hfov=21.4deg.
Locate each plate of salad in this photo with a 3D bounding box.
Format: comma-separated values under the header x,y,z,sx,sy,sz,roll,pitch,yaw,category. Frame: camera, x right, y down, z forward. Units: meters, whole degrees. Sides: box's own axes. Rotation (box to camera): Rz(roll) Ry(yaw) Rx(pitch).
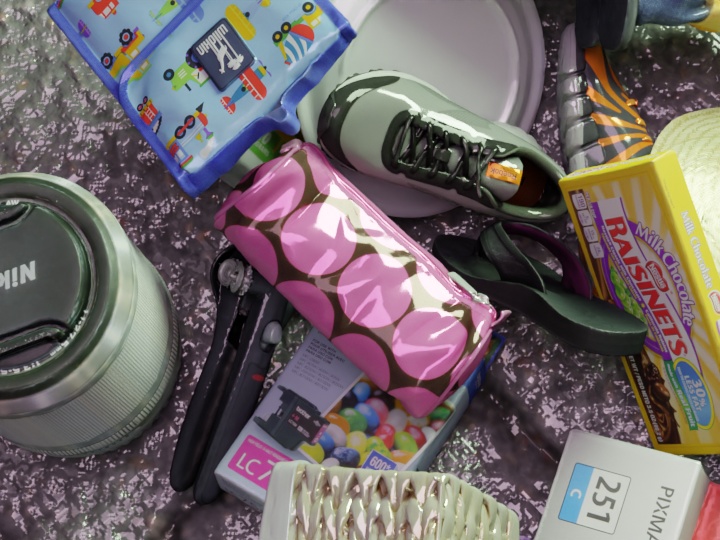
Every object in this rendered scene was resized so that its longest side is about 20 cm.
x,y,z,sx,sy,sz,roll,pitch,yaw,category
0.040,-0.138,1.334,0.200,0.200,0.048,-47,29,-8,plate of salad

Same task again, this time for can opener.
x,y,z,sx,sy,sz,roll,pitch,yaw,category
-0.083,0.065,1.325,0.063,0.078,0.202,12,82,51,can opener

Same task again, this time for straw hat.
x,y,z,sx,sy,sz,roll,pitch,yaw,category
0.294,-0.051,1.256,0.199,0.085,0.203,11,56,-16,straw hat

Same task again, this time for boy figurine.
x,y,z,sx,sy,sz,roll,pitch,yaw,category
0.246,-0.181,1.328,0.198,0.124,0.065,0,99,-27,boy figurine

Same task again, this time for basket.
x,y,z,sx,sy,sz,roll,pitch,yaw,category
0.016,0.224,1.144,0.122,0.135,0.202,-3,70,28,basket

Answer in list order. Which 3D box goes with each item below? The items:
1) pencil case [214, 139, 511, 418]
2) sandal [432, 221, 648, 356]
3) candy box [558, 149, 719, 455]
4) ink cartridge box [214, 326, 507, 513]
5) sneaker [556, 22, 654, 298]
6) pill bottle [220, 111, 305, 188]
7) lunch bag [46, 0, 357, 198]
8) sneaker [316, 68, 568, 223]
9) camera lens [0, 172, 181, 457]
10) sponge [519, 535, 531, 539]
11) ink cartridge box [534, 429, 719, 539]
x,y,z,sx,sy,sz,roll,pitch,yaw,category
0.000,0.000,1.262,0.200,0.091,0.094,41,111,2,pencil case
0.123,0.002,1.283,0.200,0.075,0.048,30,115,50,sandal
0.199,0.025,1.248,0.026,0.102,0.202,-25,97,-33,candy box
0.003,0.092,1.310,0.119,0.042,0.201,29,68,17,ink cartridge box
0.199,-0.080,1.337,0.111,0.078,0.202,-8,83,1,sneaker
-0.046,-0.157,1.368,0.111,0.111,0.201,34,81,16,pill bottle
-0.093,-0.148,1.263,0.150,0.094,0.200,-43,52,5,lunch bag
0.061,-0.082,1.288,0.199,0.079,0.075,16,99,-29,sneaker
-0.211,0.036,1.287,0.158,0.200,0.162,-2,73,7,camera lens
0.049,0.270,1.270,0.110,0.030,0.202,6,73,9,sponge
0.188,0.219,1.214,0.175,0.045,0.202,13,74,24,ink cartridge box
